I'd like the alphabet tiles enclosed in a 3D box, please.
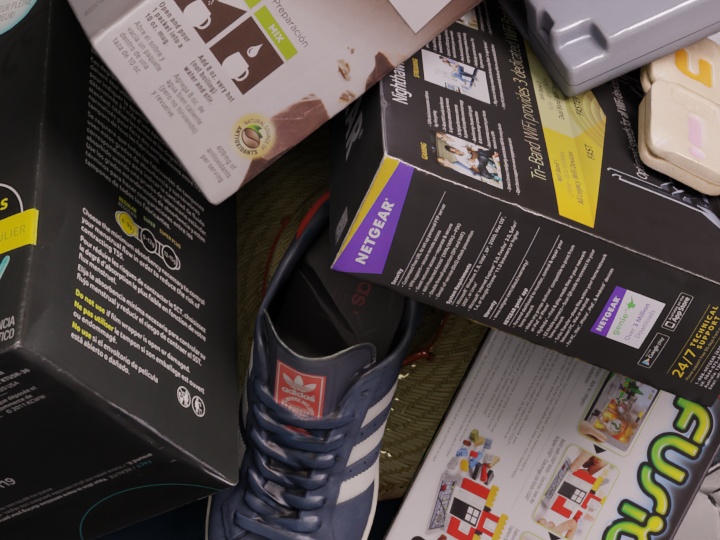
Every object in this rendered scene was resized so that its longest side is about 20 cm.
[{"bbox_3d":[0.200,-0.033,0.692,0.198,0.015,0.197,25,37,-10],"label":"alphabet tiles"}]

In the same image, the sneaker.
[{"bbox_3d":[-0.022,0.055,0.690,0.074,0.084,0.202,14,93,8],"label":"sneaker"}]

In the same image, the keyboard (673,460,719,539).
[{"bbox_3d":[0.092,0.143,0.773,0.199,0.021,0.128,-29,83,-5],"label":"keyboard"}]

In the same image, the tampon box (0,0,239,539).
[{"bbox_3d":[-0.144,-0.002,0.705,0.149,0.126,0.202,-23,50,25],"label":"tampon box"}]

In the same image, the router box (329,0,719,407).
[{"bbox_3d":[0.067,-0.047,0.683,0.156,0.201,0.053,20,120,-13],"label":"router box"}]

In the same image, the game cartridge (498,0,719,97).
[{"bbox_3d":[0.101,-0.168,0.722,0.132,0.041,0.201,-25,55,-3],"label":"game cartridge"}]

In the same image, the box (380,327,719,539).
[{"bbox_3d":[0.079,0.094,0.728,0.109,0.035,0.202,27,97,4],"label":"box"}]

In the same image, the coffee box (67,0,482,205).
[{"bbox_3d":[-0.007,-0.129,0.638,0.199,0.113,0.080,-38,117,1],"label":"coffee box"}]

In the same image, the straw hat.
[{"bbox_3d":[0.000,0.000,0.776,0.198,0.085,0.204,0,77,2],"label":"straw hat"}]
